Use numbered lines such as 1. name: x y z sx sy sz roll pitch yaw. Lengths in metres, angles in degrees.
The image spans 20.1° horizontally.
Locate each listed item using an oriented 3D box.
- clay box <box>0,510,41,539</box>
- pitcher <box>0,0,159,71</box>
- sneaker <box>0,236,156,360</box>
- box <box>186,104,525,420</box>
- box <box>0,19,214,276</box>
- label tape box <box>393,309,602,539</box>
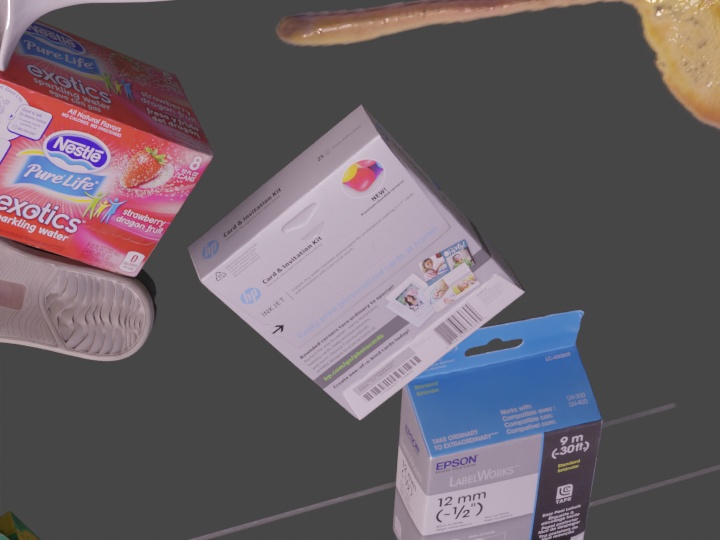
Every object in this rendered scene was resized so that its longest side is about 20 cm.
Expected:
1. clay box: -0.259 0.256 1.492 0.114 0.048 0.200 -32 133 3
2. pitcher: -0.129 -0.217 1.093 0.199 0.122 0.172 -24 139 -12
3. sneaker: -0.225 0.004 1.283 0.198 0.106 0.075 20 96 -5
4. box: 0.000 0.000 1.400 0.156 0.041 0.200 -39 134 9
5. box: -0.200 -0.085 1.198 0.199 0.096 0.100 19 119 -35
6. label tape box: 0.105 0.134 1.545 0.142 0.066 0.201 -11 133 -16
